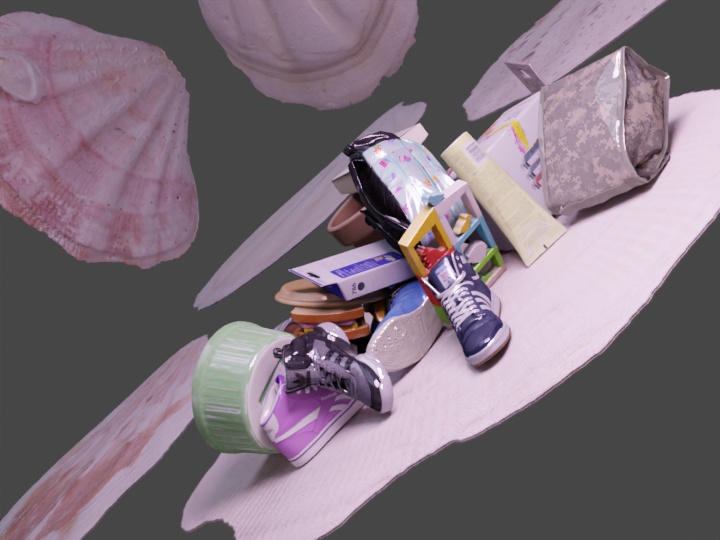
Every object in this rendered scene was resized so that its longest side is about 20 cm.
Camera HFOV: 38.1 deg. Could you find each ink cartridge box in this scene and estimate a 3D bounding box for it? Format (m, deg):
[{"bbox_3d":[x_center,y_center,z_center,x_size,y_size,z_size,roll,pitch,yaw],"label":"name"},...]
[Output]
[{"bbox_3d":[0.328,-0.292,1.742,0.045,0.177,0.200,-40,13,5],"label":"ink cartridge box"},{"bbox_3d":[0.000,0.000,1.565,0.198,0.040,0.099,-17,24,-29],"label":"ink cartridge box"},{"bbox_3d":[0.237,-0.147,1.594,0.200,0.145,0.145,-45,9,-19],"label":"ink cartridge box"}]

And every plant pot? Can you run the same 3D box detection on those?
[{"bbox_3d":[0.069,-0.073,1.802,0.200,0.175,0.200,-39,12,10],"label":"plant pot"}]

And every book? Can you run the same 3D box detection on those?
[{"bbox_3d":[0.033,-0.193,1.828,0.133,0.048,0.200,-41,10,-14],"label":"book"}]

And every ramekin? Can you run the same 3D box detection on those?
[{"bbox_3d":[-0.151,0.180,1.567,0.097,0.201,0.200,3,39,35],"label":"ramekin"}]

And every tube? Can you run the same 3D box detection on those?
[{"bbox_3d":[0.196,-0.104,1.465,0.058,0.200,0.052,-44,-3,39],"label":"tube"}]

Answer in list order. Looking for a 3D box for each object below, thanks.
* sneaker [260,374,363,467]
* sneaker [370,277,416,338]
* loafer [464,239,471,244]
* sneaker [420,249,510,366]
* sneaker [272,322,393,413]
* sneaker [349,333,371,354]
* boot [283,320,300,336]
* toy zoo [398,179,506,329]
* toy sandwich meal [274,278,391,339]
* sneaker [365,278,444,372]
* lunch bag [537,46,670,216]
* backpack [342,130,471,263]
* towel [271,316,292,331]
[{"bbox_3d":[-0.060,0.173,1.507,0.201,0.114,0.073,-46,11,-22],"label":"sneaker"},{"bbox_3d":[0.087,0.032,1.663,0.202,0.077,0.070,-64,15,1],"label":"sneaker"},{"bbox_3d":[0.217,-0.105,1.707,0.199,0.076,0.067,-37,8,-28],"label":"loafer"},{"bbox_3d":[0.133,0.044,1.351,0.070,0.109,0.200,-39,13,14],"label":"sneaker"},{"bbox_3d":[-0.043,0.147,1.437,0.113,0.076,0.200,-17,33,-27],"label":"sneaker"},{"bbox_3d":[-0.017,0.116,1.711,0.087,0.076,0.200,-21,20,15],"label":"sneaker"},{"bbox_3d":[-0.134,0.185,1.878,0.188,0.068,0.201,-11,40,54],"label":"boot"},{"bbox_3d":[0.126,-0.031,1.450,0.131,0.201,0.020,-46,39,-18],"label":"toy zoo"},{"bbox_3d":[-0.040,0.057,1.621,0.203,0.071,0.205,-3,9,0],"label":"toy sandwich meal"},{"bbox_3d":[0.064,0.077,1.531,0.200,0.077,0.111,-48,15,-25],"label":"sneaker"},{"bbox_3d":[0.336,-0.179,1.448,0.163,0.117,0.202,-21,54,50],"label":"lunch bag"},{"bbox_3d":[0.074,-0.102,1.530,0.126,0.167,0.200,-34,51,-6],"label":"backpack"},{"bbox_3d":[-0.163,0.144,2.147,0.199,0.024,0.147,-33,17,44],"label":"towel"}]
